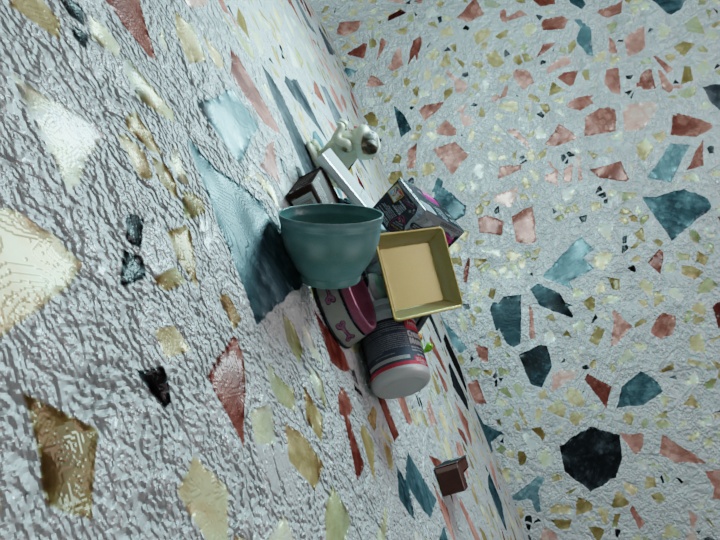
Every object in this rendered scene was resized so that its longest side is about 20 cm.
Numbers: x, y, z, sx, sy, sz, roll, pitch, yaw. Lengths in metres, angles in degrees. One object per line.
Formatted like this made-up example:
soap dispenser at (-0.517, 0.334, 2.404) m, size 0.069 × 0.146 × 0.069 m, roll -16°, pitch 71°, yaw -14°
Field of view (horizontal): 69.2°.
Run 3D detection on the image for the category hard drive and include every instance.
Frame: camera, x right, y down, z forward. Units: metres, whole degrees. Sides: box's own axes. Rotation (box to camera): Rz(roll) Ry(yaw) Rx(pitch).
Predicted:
hard drive at (-0.031, -0.221, 1.337) m, size 0.200 × 0.027 × 0.132 m, roll 50°, pitch 16°, yaw -12°

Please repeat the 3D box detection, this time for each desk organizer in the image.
desk organizer at (0.273, 0.592, 1.514) m, size 0.200 × 0.071 × 0.078 m, roll 37°, pitch 34°, yaw -67°

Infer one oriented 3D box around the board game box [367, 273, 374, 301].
board game box at (0.000, 0.000, 1.367) m, size 0.126 × 0.034 × 0.202 m, roll -35°, pitch 103°, yaw -54°

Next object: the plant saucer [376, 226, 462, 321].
plant saucer at (0.127, 0.008, 1.215) m, size 0.048 × 0.198 × 0.202 m, roll -28°, pitch -107°, yaw 60°

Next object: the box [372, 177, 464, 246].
box at (0.147, -0.123, 1.323) m, size 0.199 × 0.115 × 0.133 m, roll 17°, pitch 33°, yaw -49°

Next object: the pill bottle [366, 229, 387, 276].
pill bottle at (0.067, -0.037, 1.341) m, size 0.199 × 0.119 × 0.121 m, roll 24°, pitch 41°, yaw -45°

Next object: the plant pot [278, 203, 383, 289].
plant pot at (-0.057, -0.045, 1.000) m, size 0.200 × 0.198 × 0.136 m, roll -72°, pitch 165°, yaw -72°

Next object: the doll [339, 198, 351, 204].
doll at (-0.046, -0.163, 1.402) m, size 0.136 × 0.049 × 0.200 m, roll 31°, pitch 9°, yaw -31°

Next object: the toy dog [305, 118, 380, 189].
toy dog at (-0.038, -0.357, 1.557) m, size 0.196 × 0.198 × 0.140 m, roll 65°, pitch 13°, yaw -6°

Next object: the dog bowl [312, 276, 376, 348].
dog bowl at (-0.030, 0.062, 1.136) m, size 0.201 × 0.073 × 0.201 m, roll -90°, pitch 154°, yaw -60°

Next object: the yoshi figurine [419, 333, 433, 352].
yoshi figurine at (0.151, 0.219, 1.541) m, size 0.200 × 0.111 × 0.113 m, roll -83°, pitch 148°, yaw -74°

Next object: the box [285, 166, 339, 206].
box at (-0.107, -0.169, 1.223) m, size 0.101 × 0.074 × 0.200 m, roll 62°, pitch 11°, yaw -19°

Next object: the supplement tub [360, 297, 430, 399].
supplement tub at (0.073, 0.180, 1.211) m, size 0.140 × 0.139 × 0.202 m, roll 50°, pitch 21°, yaw -53°

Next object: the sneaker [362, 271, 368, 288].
sneaker at (-0.038, -0.020, 1.262) m, size 0.080 × 0.077 × 0.202 m, roll -95°, pitch 160°, yaw -80°

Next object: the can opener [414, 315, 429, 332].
can opener at (0.135, 0.148, 1.309) m, size 0.067 × 0.052 × 0.201 m, roll 62°, pitch -33°, yaw 35°

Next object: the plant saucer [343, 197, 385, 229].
plant saucer at (0.025, -0.137, 1.498) m, size 0.201 × 0.027 × 0.200 m, roll 50°, pitch -5°, yaw 6°

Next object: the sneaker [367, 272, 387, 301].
sneaker at (0.101, 0.046, 1.277) m, size 0.200 × 0.117 × 0.074 m, roll 43°, pitch 31°, yaw -49°
